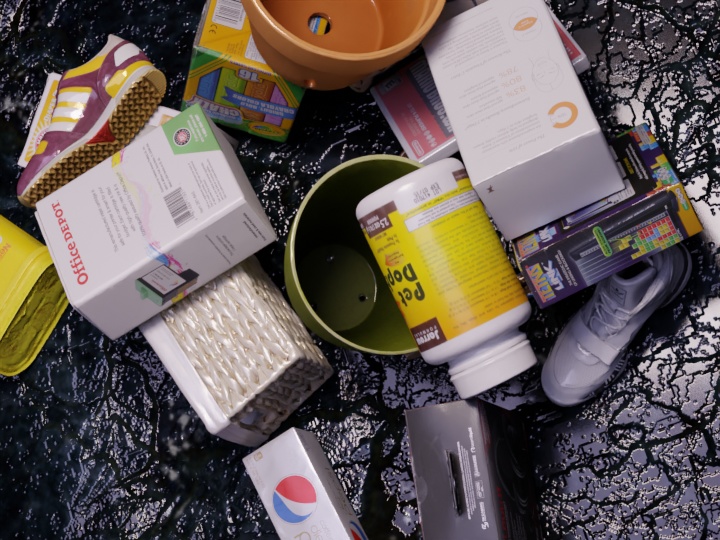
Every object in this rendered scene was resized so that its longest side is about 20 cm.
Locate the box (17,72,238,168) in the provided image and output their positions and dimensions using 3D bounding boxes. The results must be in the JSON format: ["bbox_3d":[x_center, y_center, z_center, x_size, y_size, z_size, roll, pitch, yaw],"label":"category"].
[{"bbox_3d":[-0.252,-0.127,1.820,0.199,0.101,0.113,19,86,21],"label":"box"}]

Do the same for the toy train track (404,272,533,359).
[{"bbox_3d":[0.133,0.037,1.697,0.199,0.033,0.115,-27,65,7],"label":"toy train track"}]

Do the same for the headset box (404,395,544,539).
[{"bbox_3d":[0.108,0.205,1.582,0.077,0.200,0.150,-12,75,16],"label":"headset box"}]

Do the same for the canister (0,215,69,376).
[{"bbox_3d":[-0.429,0.003,1.867,0.199,0.087,0.149,32,91,23],"label":"canister"}]

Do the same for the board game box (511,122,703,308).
[{"bbox_3d":[0.224,-0.055,1.592,0.165,0.200,0.057,-28,108,11],"label":"board game box"}]

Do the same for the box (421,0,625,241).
[{"bbox_3d":[0.148,-0.150,1.560,0.124,0.098,0.201,-24,52,10],"label":"box"}]

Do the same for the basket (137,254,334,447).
[{"bbox_3d":[-0.137,0.063,1.728,0.123,0.136,0.200,-40,70,6],"label":"basket"}]

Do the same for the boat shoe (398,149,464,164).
[{"bbox_3d":[0.093,-0.137,1.723,0.200,0.070,0.070,-42,54,-1],"label":"boat shoe"}]

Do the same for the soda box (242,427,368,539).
[{"bbox_3d":[-0.041,0.262,1.696,0.068,0.064,0.201,-32,71,11],"label":"soda box"}]

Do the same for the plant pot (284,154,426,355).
[{"bbox_3d":[0.000,0.000,1.649,0.186,0.200,0.189,2,80,-15],"label":"plant pot"}]

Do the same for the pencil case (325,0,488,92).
[{"bbox_3d":[0.059,-0.262,1.719,0.199,0.089,0.078,-31,87,8],"label":"pencil case"}]

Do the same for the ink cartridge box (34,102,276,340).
[{"bbox_3d":[-0.205,-0.048,1.667,0.199,0.084,0.145,-31,53,4],"label":"ink cartridge box"}]

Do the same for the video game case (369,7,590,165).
[{"bbox_3d":[0.117,-0.194,1.689,0.199,0.017,0.143,-32,43,4],"label":"video game case"}]

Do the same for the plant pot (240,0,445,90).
[{"bbox_3d":[-0.027,-0.261,1.598,0.198,0.140,0.202,4,70,-11],"label":"plant pot"}]

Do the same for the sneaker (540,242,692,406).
[{"bbox_3d":[0.236,0.042,1.613,0.075,0.115,0.200,41,95,21],"label":"sneaker"}]

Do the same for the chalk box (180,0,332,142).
[{"bbox_3d":[-0.111,-0.222,1.750,0.123,0.200,0.126,16,70,-5],"label":"chalk box"}]

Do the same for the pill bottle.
[{"bbox_3d":[0.082,0.009,1.508,0.109,0.109,0.201,-26,88,13],"label":"pill bottle"}]

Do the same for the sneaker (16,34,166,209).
[{"bbox_3d":[-0.294,-0.154,1.752,0.200,0.075,0.090,-45,61,-1],"label":"sneaker"}]
